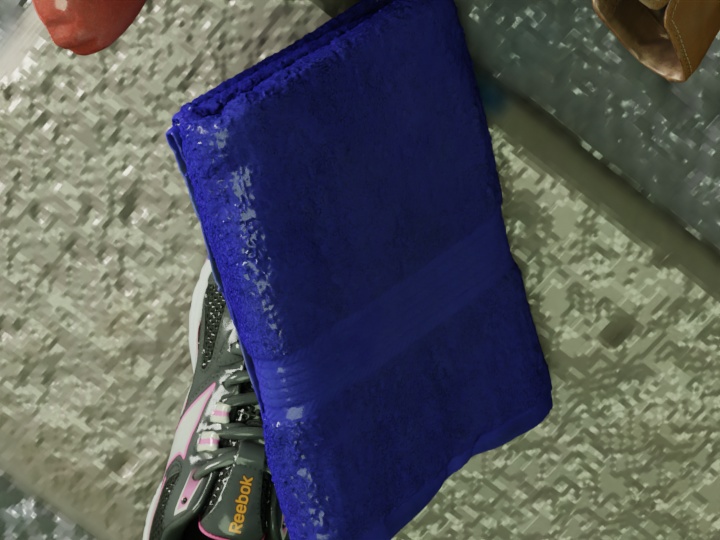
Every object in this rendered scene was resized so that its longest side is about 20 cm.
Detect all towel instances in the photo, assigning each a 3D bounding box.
[{"bbox_3d":[0.000,0.000,1.156,0.049,0.148,0.201,9,123,42],"label":"towel"}]

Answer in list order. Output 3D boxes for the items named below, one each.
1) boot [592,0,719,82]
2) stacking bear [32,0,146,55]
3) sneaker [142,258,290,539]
[{"bbox_3d":[0.107,-0.177,1.040,0.155,0.077,0.200,-51,133,-10],"label":"boot"},{"bbox_3d":[-0.029,-0.168,1.049,0.199,0.114,0.122,-12,119,30],"label":"stacking bear"},{"bbox_3d":[-0.042,0.074,1.206,0.080,0.086,0.201,11,114,-3],"label":"sneaker"}]
